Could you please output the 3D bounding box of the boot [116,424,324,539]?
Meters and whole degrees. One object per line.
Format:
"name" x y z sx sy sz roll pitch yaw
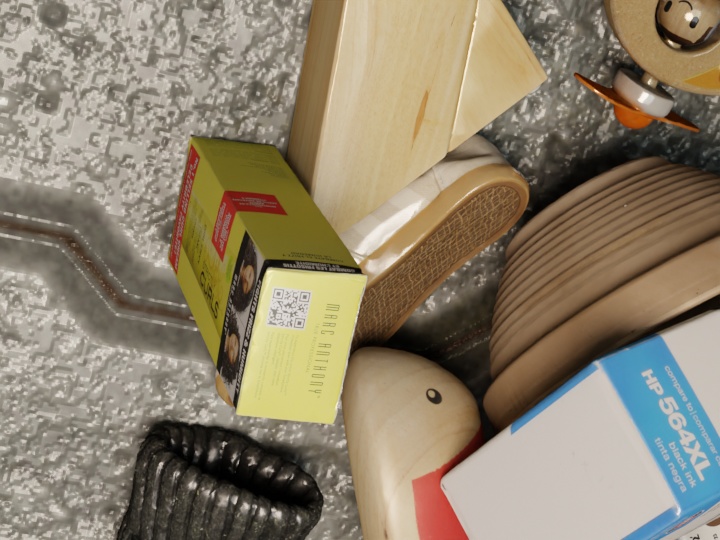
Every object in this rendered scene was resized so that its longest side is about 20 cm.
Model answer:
"boot" -0.046 0.184 1.088 0.209 0.079 0.159 19 104 -20

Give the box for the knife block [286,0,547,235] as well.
"knife block" 0.006 -0.142 0.989 0.199 0.064 0.176 -37 114 1

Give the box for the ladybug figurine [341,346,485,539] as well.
"ladybug figurine" 0.037 0.132 1.057 0.071 0.136 0.202 -10 117 1

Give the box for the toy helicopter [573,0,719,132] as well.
"toy helicopter" 0.194 -0.101 1.048 0.132 0.079 0.200 -38 118 2

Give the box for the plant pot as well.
"plant pot" 0.141 0.005 1.041 0.200 0.201 0.093 -28 74 -3

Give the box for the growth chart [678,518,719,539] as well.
"growth chart" 0.232 0.127 1.174 0.199 0.018 0.145 -32 114 -2

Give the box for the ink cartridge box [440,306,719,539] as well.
"ink cartridge box" 0.162 0.082 0.986 0.199 0.146 0.085 -18 72 -38

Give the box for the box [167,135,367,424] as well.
"box" -0.049 -0.001 0.952 0.050 0.200 0.076 7 109 -17

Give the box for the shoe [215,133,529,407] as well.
"shoe" 0.000 0.000 1.052 0.199 0.054 0.070 -38 147 6
